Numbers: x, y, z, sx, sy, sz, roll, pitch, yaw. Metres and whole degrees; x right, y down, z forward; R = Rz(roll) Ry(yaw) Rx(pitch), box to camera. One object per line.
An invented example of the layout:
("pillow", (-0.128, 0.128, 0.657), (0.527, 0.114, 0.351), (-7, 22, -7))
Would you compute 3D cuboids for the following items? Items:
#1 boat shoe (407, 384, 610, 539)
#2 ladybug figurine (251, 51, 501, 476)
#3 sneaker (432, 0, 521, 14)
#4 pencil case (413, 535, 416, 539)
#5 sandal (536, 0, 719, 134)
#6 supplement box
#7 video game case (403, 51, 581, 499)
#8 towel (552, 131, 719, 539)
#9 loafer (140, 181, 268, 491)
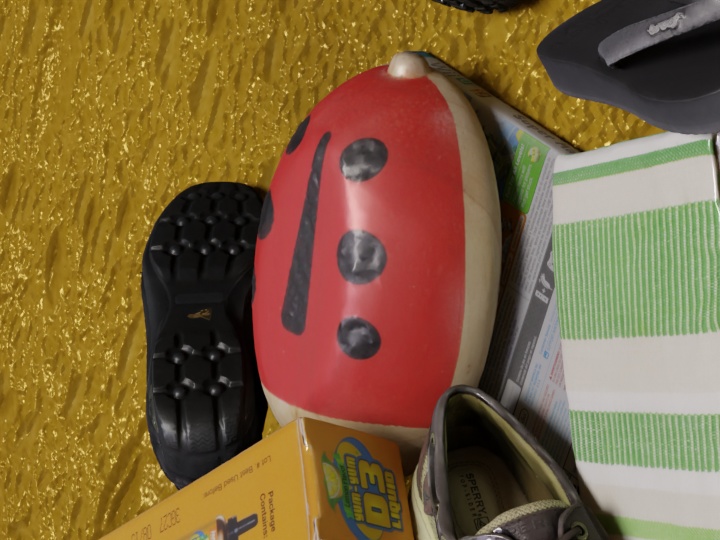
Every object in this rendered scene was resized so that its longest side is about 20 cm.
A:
("boat shoe", (0.065, 0.120, 0.780), (0.200, 0.073, 0.065), (-127, 25, -52))
("ladybug figurine", (0.000, 0.000, 0.881), (0.136, 0.072, 0.201), (21, 109, 48))
("sneaker", (0.010, -0.192, 0.876), (0.085, 0.078, 0.200), (-46, 68, 9))
("pencil case", (-0.024, 0.161, 0.944), (0.200, 0.085, 0.093), (-1, 104, 50))
("sandal", (0.117, -0.089, 0.718), (0.043, 0.076, 0.200), (60, 163, -18))
("supplement box", (-0.065, 0.138, 0.882), (0.200, 0.069, 0.067), (-34, 51, 39))
("video game case", (0.065, 0.006, 0.874), (0.200, 0.018, 0.143), (38, 122, 41))
("towel", (0.120, 0.048, 0.753), (0.152, 0.023, 0.201), (172, 91, -69))
("loafer", (-0.075, 0.033, 0.962), (0.201, 0.068, 0.071), (-91, 0, -49))
